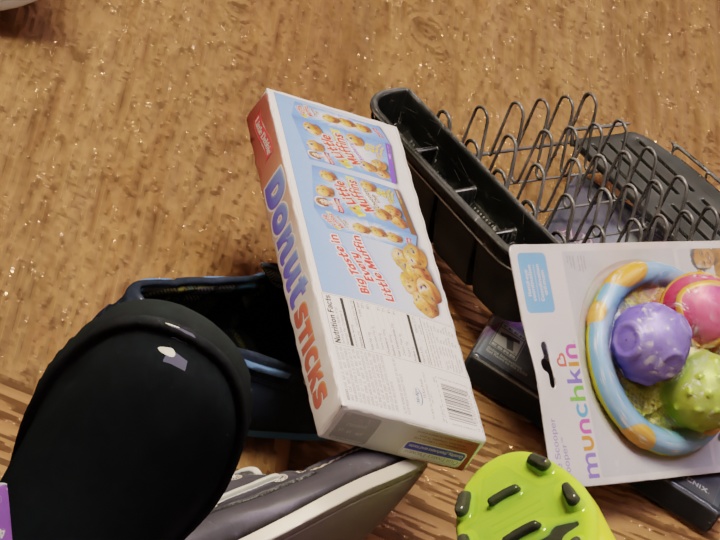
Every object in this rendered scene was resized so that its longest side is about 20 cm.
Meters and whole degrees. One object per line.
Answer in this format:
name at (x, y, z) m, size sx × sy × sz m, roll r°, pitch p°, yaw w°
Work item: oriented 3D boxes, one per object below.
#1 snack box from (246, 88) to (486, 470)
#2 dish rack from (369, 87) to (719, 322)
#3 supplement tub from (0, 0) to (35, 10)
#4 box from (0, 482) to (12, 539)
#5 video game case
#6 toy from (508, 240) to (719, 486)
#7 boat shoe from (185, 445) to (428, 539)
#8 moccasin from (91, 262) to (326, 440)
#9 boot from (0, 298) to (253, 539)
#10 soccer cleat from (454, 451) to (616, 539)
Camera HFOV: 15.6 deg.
snack box at (0.000, 0.000, 1.151) m, size 0.072 × 0.024 × 0.200 m, roll 15°, pitch 39°, yaw -27°
dish rack at (0.114, -0.039, 1.346) m, size 0.200 × 0.055 × 0.153 m, roll -9°, pitch 41°, yaw -32°
supplement tub at (-0.202, -0.238, 1.304) m, size 0.144 × 0.145 × 0.200 m, roll 8°, pitch 41°, yaw -30°
box at (-0.224, 0.095, 0.856) m, size 0.137 × 0.200 × 0.039 m, roll -6°, pitch 91°, yaw -41°
video game case at (0.141, 0.036, 1.339) m, size 0.143 × 0.019 × 0.200 m, roll 33°, pitch 36°, yaw 1°
toy at (0.164, 0.038, 1.258) m, size 0.200 × 0.047 × 0.116 m, roll -1°, pitch 75°, yaw -44°
boat shoe at (-0.052, 0.099, 1.069) m, size 0.200 × 0.073 × 0.063 m, roll -22°, pitch 64°, yaw -44°
moccasin at (-0.033, 0.034, 1.163) m, size 0.200 × 0.068 × 0.081 m, roll -7°, pitch 49°, yaw -46°
boot at (-0.111, 0.126, 0.884) m, size 0.076 × 0.200 × 0.168 m, roll 31°, pitch 32°, yaw -11°
soccer cleat at (0.098, 0.151, 1.048) m, size 0.200 × 0.065 × 0.084 m, roll 53°, pitch -1°, yaw 45°
